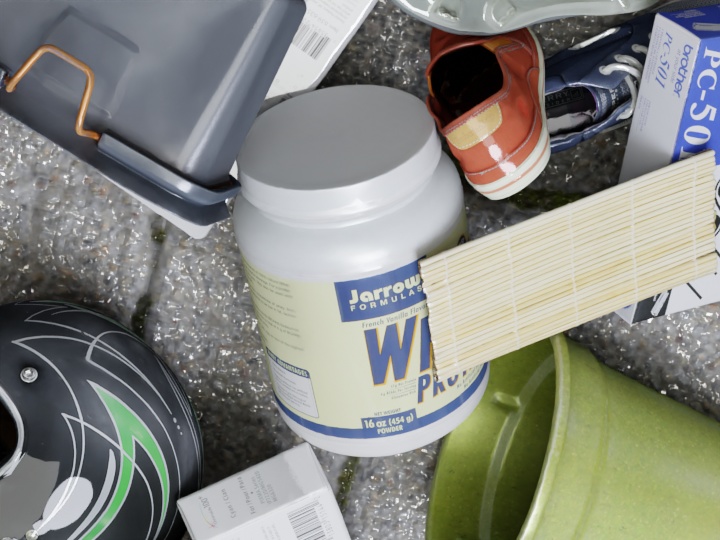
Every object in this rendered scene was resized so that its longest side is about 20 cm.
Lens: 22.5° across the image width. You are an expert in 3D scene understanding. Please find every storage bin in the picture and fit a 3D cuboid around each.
[{"bbox_3d":[-0.134,-0.134,1.007,0.200,0.146,0.134,31,99,3],"label":"storage bin"}]

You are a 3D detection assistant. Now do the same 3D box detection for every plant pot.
[{"bbox_3d":[0.166,0.149,1.189,0.184,0.200,0.200,18,107,-14],"label":"plant pot"}]

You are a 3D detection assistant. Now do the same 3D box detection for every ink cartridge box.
[{"bbox_3d":[-0.089,-0.134,1.166,0.116,0.067,0.200,35,105,-8],"label":"ink cartridge box"},{"bbox_3d":[0.212,-0.068,1.138,0.094,0.044,0.200,-13,127,-31],"label":"ink cartridge box"},{"bbox_3d":[-0.087,0.215,1.206,0.176,0.045,0.200,-25,142,-7],"label":"ink cartridge box"}]

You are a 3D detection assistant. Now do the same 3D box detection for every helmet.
[{"bbox_3d":[-0.199,0.119,1.186,0.200,0.200,0.191,24,85,-5],"label":"helmet"}]

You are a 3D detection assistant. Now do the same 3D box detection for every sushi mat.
[{"bbox_3d":[0.130,-0.003,1.096,0.200,0.012,0.096,-21,127,-12],"label":"sushi mat"}]

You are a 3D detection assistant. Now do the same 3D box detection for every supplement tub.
[{"bbox_3d":[0.000,0.000,1.138,0.145,0.145,0.200,-8,124,5],"label":"supplement tub"}]

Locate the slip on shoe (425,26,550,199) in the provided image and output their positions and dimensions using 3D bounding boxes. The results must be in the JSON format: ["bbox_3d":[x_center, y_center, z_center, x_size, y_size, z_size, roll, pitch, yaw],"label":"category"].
[{"bbox_3d":[0.070,-0.119,1.096,0.074,0.200,0.061,-33,120,18],"label":"slip on shoe"}]

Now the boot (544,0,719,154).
[{"bbox_3d":[0.174,-0.120,1.146,0.200,0.090,0.073,-22,104,9],"label":"boot"}]

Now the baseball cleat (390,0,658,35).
[{"bbox_3d":[0.091,-0.181,1.112,0.200,0.106,0.070,-1,103,-24],"label":"baseball cleat"}]
